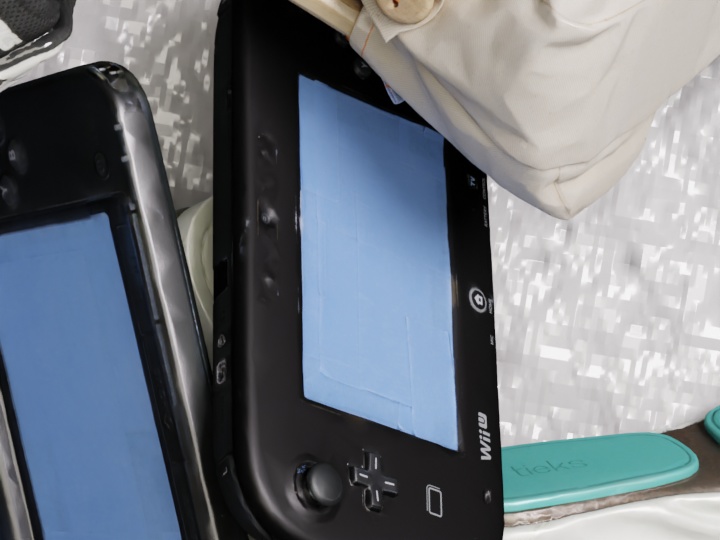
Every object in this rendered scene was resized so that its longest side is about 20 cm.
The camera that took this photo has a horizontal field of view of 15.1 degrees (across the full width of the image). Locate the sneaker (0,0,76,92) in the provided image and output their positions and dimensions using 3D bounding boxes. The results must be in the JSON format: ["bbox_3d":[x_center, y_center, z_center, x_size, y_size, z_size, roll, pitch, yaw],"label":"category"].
[{"bbox_3d":[-0.132,-0.067,0.766,0.076,0.087,0.201,48,60,-36],"label":"sneaker"}]

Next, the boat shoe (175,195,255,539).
[{"bbox_3d":[-0.023,0.073,0.870,0.072,0.060,0.203,-36,105,-49],"label":"boat shoe"}]

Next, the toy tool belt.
[{"bbox_3d":[0.060,-0.111,0.840,0.123,0.200,0.125,30,131,19],"label":"toy tool belt"}]

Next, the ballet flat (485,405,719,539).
[{"bbox_3d":[0.116,0.079,0.888,0.199,0.069,0.070,-10,93,-16],"label":"ballet flat"}]

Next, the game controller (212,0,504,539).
[{"bbox_3d":[0.000,0.000,0.831,0.104,0.042,0.201,15,59,-30],"label":"game controller"}]

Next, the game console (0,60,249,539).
[{"bbox_3d":[-0.133,0.052,0.831,0.116,0.175,0.201,-15,94,-35],"label":"game console"}]
